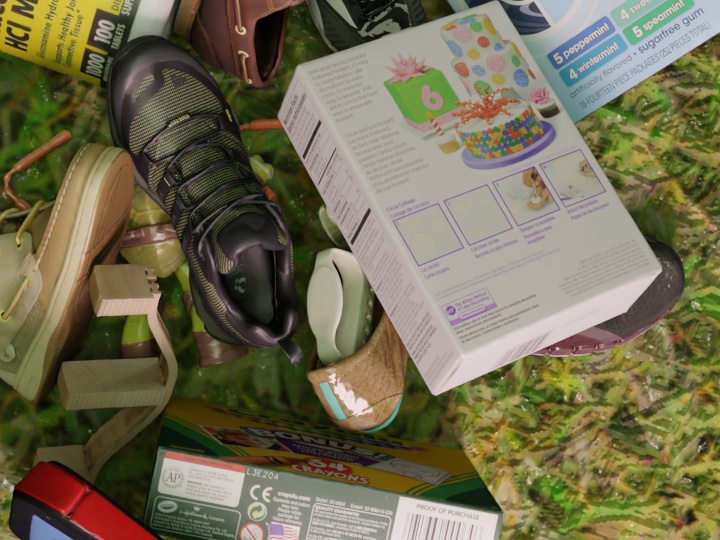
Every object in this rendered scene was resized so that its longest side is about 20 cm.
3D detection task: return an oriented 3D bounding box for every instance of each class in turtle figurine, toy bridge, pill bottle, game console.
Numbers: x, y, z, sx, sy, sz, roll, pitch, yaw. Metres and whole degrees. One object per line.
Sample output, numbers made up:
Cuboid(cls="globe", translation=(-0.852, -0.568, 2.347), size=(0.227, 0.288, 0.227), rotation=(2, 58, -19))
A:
Cuboid(cls="turtle figurine", translation=(-0.114, -0.020, 1.137), size=(0.199, 0.064, 0.162), rotation=(-12, 94, -4))
Cuboid(cls="toy bridge", translation=(-0.147, 0.069, 1.102), size=(0.067, 0.200, 0.027), rotation=(-3, 51, -25))
Cuboid(cls="pill bottle", translation=(-0.206, -0.187, 1.096), size=(0.199, 0.112, 0.113), rotation=(19, 92, -5))
Cuboid(cls="game console", translation=(-0.123, 0.179, 1.042), size=(0.177, 0.200, 0.031), rotation=(38, 72, 0))

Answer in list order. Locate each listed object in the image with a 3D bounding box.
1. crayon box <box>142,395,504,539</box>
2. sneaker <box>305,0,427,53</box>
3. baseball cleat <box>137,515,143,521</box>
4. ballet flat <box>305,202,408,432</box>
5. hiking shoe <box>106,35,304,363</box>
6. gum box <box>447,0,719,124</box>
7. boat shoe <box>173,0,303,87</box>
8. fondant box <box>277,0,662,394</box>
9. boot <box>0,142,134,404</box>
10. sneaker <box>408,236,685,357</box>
Cuboid(cls="crayon box", translation=(-0.027, 0.131, 1.099), size=(0.199, 0.173, 0.059), rotation=(12, 96, -6))
Cuboid(cls="sneaker", translation=(-0.011, -0.199, 1.122), size=(0.066, 0.090, 0.201), rotation=(-25, 95, -2))
Cuboid(cls="baseball cleat", translation=(-0.050, 0.196, 1.164), size=(0.200, 0.070, 0.107), rotation=(38, 74, -8))
Cuboid(cls="ballet flat", translation=(0.000, 0.000, 1.096), size=(0.072, 0.068, 0.201), rotation=(44, 44, -38))
Cuboid(cls="hiking shoe", translation=(-0.078, -0.043, 1.055), size=(0.076, 0.101, 0.201), rotation=(-32, 112, -20))
Cuboid(cls="gum box", translation=(0.127, -0.206, 1.116), size=(0.170, 0.045, 0.200), rotation=(-32, 96, 31))
Cuboid(cls="boat shoe", translation=(-0.056, -0.182, 1.073), size=(0.070, 0.200, 0.070), rotation=(41, 63, 9))
Cuboid(cls="fondant box", translation=(0.062, -0.047, 1.070), size=(0.144, 0.058, 0.201), rotation=(-21, 72, -25))
Cuboid(cls="boot", translation=(-0.223, -0.025, 1.081), size=(0.155, 0.073, 0.200), rotation=(31, 135, 3))
Cuboid(cls="sneaker", translation=(0.115, 0.025, 1.133), size=(0.199, 0.116, 0.076), rotation=(-12, 94, -4))
